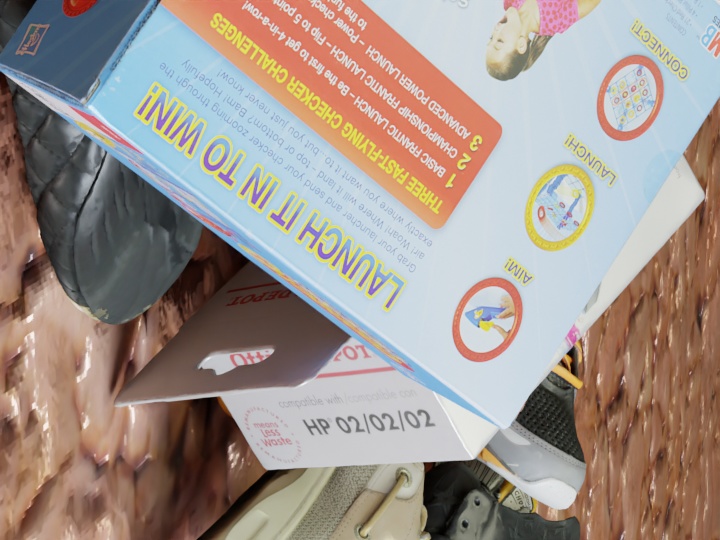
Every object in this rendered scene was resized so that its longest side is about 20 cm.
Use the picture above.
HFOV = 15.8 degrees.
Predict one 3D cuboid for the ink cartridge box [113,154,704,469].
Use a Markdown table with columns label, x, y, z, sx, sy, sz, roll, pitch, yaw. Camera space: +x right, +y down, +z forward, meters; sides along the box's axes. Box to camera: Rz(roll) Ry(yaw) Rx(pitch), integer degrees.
| label | x | y | z | sx | sy | sz | roll | pitch | yaw |
| --- | --- | --- | --- | --- | --- | --- | --- | --- | --- |
| ink cartridge box | 0.019 | 0.010 | 0.933 | 0.200 | 0.115 | 0.068 | -44 | 113 | -35 |

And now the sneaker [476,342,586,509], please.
| label | x | y | z | sx | sy | sz | roll | pitch | yaw |
| --- | --- | --- | --- | --- | --- | --- | --- | --- | --- |
| sneaker | 0.068 | 0.019 | 1.166 | 0.078 | 0.077 | 0.200 | 34 | 28 | -40 |

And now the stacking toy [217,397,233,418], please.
| label | x | y | z | sx | sy | sz | roll | pitch | yaw |
| --- | --- | --- | --- | --- | --- | --- | --- | --- | --- |
| stacking toy | 0.000 | 0.000 | 1.050 | 0.200 | 0.109 | 0.116 | -46 | 142 | -47 |

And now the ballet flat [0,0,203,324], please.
| label | x | y | z | sx | sy | sz | roll | pitch | yaw |
| --- | --- | --- | --- | --- | --- | --- | --- | --- | --- |
| ballet flat | -0.085 | -0.062 | 0.810 | 0.066 | 0.057 | 0.200 | -37 | 143 | -28 |

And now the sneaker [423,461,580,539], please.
| label | x | y | z | sx | sy | sz | roll | pitch | yaw |
| --- | --- | --- | --- | --- | --- | --- | --- | --- | --- |
| sneaker | 0.019 | 0.125 | 1.085 | 0.200 | 0.060 | 0.105 | 28 | 69 | -45 |

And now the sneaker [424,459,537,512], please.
| label | x | y | z | sx | sy | sz | roll | pitch | yaw |
| --- | --- | --- | --- | --- | --- | --- | --- | --- | --- |
| sneaker | 0.034 | 0.107 | 1.183 | 0.078 | 0.082 | 0.200 | 78 | 24 | -44 |

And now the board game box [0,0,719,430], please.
| label | x | y | z | sx | sy | sz | roll | pitch | yaw |
| --- | --- | --- | --- | --- | --- | --- | --- | --- | --- |
| board game box | 0.023 | -0.085 | 0.780 | 0.200 | 0.056 | 0.196 | 39 | 82 | -39 |

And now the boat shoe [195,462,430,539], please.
| label | x | y | z | sx | sy | sz | roll | pitch | yaw |
| --- | --- | --- | --- | --- | --- | --- | --- | --- | --- |
| boat shoe | -0.010 | 0.098 | 0.991 | 0.065 | 0.072 | 0.200 | 48 | 36 | 0 |
